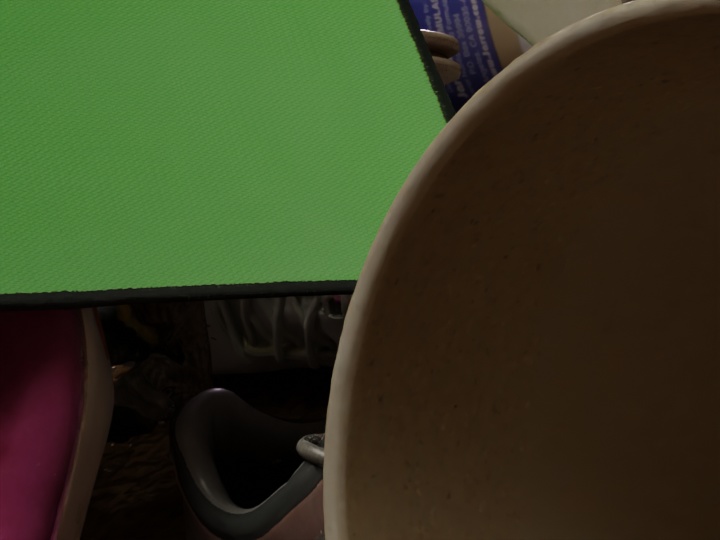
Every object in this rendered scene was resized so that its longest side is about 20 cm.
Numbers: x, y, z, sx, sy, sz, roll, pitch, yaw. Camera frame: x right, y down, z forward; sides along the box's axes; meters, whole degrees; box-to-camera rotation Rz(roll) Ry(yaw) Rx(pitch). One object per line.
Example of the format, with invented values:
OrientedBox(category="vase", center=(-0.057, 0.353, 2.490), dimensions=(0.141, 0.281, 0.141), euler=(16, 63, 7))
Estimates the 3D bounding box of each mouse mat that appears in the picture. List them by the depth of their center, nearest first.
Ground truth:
OrientedBox(category="mouse mat", center=(-0.071, -0.050, 0.790), dimensions=(0.199, 0.008, 0.161), euler=(-1, 48, -21))

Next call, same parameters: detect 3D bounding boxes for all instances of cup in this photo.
OrientedBox(category="cup", center=(0.113, 0.044, 0.598), dimensions=(0.200, 0.201, 0.143), euler=(2, 5, 43))

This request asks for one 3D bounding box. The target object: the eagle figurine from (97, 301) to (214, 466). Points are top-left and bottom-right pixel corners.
OrientedBox(category="eagle figurine", center=(-0.138, 0.024, 0.892), dimensions=(0.199, 0.153, 0.151), euler=(2, -10, 10))

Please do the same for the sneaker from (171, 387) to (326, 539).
OrientedBox(category="sneaker", center=(0.027, 0.060, 0.737), dimensions=(0.199, 0.082, 0.077), euler=(-4, 28, 36))

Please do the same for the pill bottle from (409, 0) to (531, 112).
OrientedBox(category="pill bottle", center=(0.006, -0.087, 1.037), dimensions=(0.199, 0.120, 0.120), euler=(-7, 26, 34))

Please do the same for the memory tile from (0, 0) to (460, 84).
OrientedBox(category="memory tile", center=(-0.078, -0.061, 0.891), dimensions=(0.199, 0.017, 0.153), euler=(3, -3, -14))

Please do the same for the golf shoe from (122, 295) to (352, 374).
OrientedBox(category="golf shoe", center=(0.000, 0.000, 0.912), dimensions=(0.199, 0.076, 0.092), euler=(-14, 27, 19))

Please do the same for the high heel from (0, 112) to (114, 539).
OrientedBox(category="high heel", center=(-0.106, 0.054, 0.766), dimensions=(0.095, 0.201, 0.067), euler=(-14, -16, -3))

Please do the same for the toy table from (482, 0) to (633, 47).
OrientedBox(category="toy table", center=(0.108, -0.040, 0.768), dimensions=(0.183, 0.118, 0.200), euler=(1, 11, 15))
